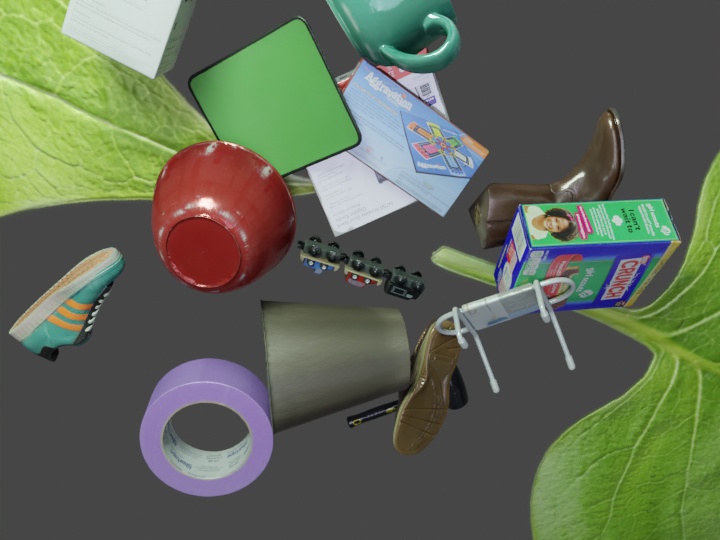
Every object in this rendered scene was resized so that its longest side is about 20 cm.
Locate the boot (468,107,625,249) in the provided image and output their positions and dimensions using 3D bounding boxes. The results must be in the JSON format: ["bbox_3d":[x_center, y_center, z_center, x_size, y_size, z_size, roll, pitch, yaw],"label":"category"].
[{"bbox_3d":[0.247,-0.120,0.896,0.193,0.065,0.192,-2,115,0],"label":"boot"}]

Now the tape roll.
[{"bbox_3d":[-0.227,0.238,0.999,0.193,0.066,0.206,-2,113,-5],"label":"tape roll"}]

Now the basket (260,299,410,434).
[{"bbox_3d":[-0.036,0.123,0.930,0.194,0.136,0.186,-5,77,-9],"label":"basket"}]

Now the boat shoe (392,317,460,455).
[{"bbox_3d":[0.091,0.167,0.977,0.070,0.072,0.206,14,93,-17],"label":"boat shoe"}]

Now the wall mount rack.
[{"bbox_3d":[0.207,0.089,0.897,0.195,0.076,0.174,-20,144,20],"label":"wall mount rack"}]

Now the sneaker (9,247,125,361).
[{"bbox_3d":[-0.383,0.049,0.905,0.198,0.072,0.080,-35,117,15],"label":"sneaker"}]

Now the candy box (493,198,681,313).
[{"bbox_3d":[0.296,-0.015,0.894,0.193,0.079,0.171,-5,148,-4],"label":"candy box"}]

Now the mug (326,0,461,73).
[{"bbox_3d":[0.026,-0.301,0.729,0.113,0.187,0.153,-30,123,12],"label":"mug"}]

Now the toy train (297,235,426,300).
[{"bbox_3d":[0.000,0.000,0.938,0.195,0.035,0.046,19,123,-14],"label":"toy train"}]

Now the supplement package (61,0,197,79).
[{"bbox_3d":[-0.231,-0.336,0.727,0.107,0.114,0.203,23,110,-13],"label":"supplement package"}]

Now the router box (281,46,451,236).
[{"bbox_3d":[0.021,-0.168,0.858,0.195,0.049,0.183,-23,113,4],"label":"router box"}]

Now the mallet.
[{"bbox_3d":[0.075,0.214,1.036,0.196,0.041,0.067,-28,110,11],"label":"mallet"}]

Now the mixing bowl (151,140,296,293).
[{"bbox_3d":[-0.186,-0.049,0.839,0.193,0.109,0.205,2,119,4],"label":"mixing bowl"}]

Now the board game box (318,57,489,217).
[{"bbox_3d":[0.055,-0.162,0.826,0.197,0.020,0.104,32,108,-17],"label":"board game box"}]

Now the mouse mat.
[{"bbox_3d":[-0.107,-0.196,0.809,0.196,0.008,0.164,-15,114,32],"label":"mouse mat"}]
